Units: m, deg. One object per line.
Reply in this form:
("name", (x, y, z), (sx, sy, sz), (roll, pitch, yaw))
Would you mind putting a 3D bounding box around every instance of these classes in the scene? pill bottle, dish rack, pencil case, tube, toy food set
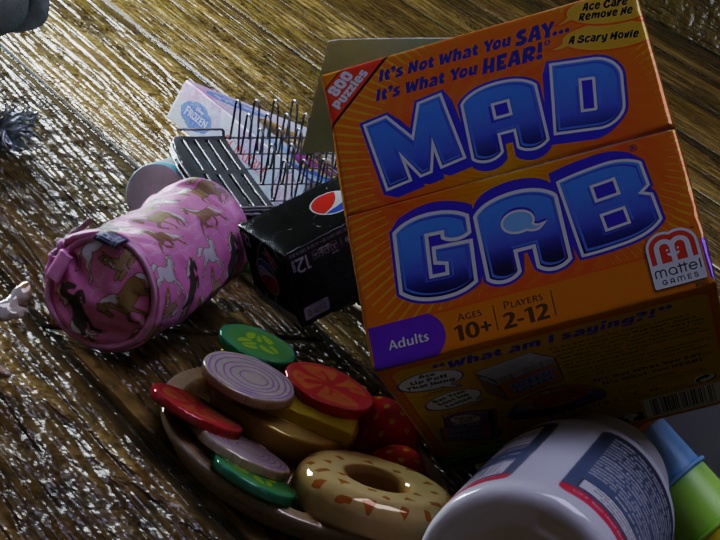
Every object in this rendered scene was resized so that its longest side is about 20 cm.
("pill bottle", (0.116, 0.152, 1.012), (0.119, 0.120, 0.200), (28, 19, 14))
("dish rack", (-0.045, -0.092, 1.380), (0.199, 0.055, 0.153), (-4, 29, -24))
("pencil case", (-0.142, -0.007, 1.210), (0.082, 0.087, 0.200), (-7, 10, 18))
("tube", (-0.138, -0.074, 1.455), (0.077, 0.051, 0.200), (33, 14, 5))
("toy food set", (-0.033, 0.104, 1.078), (0.197, 0.049, 0.200), (23, 19, -2))

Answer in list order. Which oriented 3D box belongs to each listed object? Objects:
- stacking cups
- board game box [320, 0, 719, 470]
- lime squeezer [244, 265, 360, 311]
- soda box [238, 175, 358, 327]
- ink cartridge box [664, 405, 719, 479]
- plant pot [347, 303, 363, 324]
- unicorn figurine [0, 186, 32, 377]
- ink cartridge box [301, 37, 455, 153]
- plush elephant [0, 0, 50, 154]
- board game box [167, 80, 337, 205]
("stacking cups", (0.193, 0.128, 1.168), (0.200, 0.061, 0.060), (48, 24, 12))
("board game box", (0.109, -0.018, 1.097), (0.200, 0.199, 0.201), (57, 21, -63))
("lime squeezer", (0.000, 0.000, 1.329), (0.199, 0.038, 0.071), (-12, 26, 8))
("soda box", (0.015, -0.038, 1.283), (0.199, 0.064, 0.071), (-27, 33, -23))
("ink cartridge box", (0.314, 0.113, 1.319), (0.199, 0.084, 0.147), (0, 62, -48))
("plant pot", (0.085, -0.007, 1.385), (0.093, 0.200, 0.201), (58, -6, -38))
("unicorn figurine", (-0.283, -0.015, 1.063), (0.137, 0.074, 0.200), (-2, 35, -30))
("ink cartridge box", (0.069, -0.104, 1.193), (0.198, 0.146, 0.048), (-6, 64, -13))
("plush elephant", (-0.327, -0.197, 1.389), (0.199, 0.156, 0.165), (23, 18, 0))
("board game box", (-0.041, -0.083, 1.546), (0.199, 0.041, 0.199), (18, 16, -47))
